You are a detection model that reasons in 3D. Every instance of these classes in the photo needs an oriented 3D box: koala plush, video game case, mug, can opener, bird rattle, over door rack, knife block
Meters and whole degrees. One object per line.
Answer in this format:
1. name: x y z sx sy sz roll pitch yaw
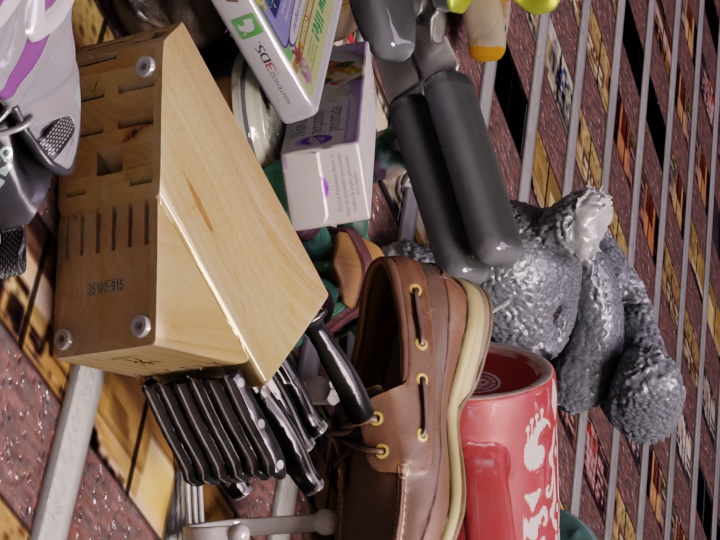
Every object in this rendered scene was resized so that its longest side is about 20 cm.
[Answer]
1. koala plush: 0.104 0.015 1.487 0.200 0.177 0.184 49 29 -61
2. video game case: -0.055 -0.197 1.071 0.182 0.022 0.200 60 25 -33
3. mug: 0.069 0.154 1.271 0.133 0.177 0.201 -10 108 -36
4. can opener: 0.033 -0.087 1.242 0.066 0.053 0.201 1 64 -47
5. bird rattle: 0.083 -0.245 1.622 0.163 0.112 0.200 84 1 -47
6. over door rack: -0.034 0.130 1.180 0.200 0.066 0.148 6 82 -72
7. knife block: -0.060 0.003 1.050 0.175 0.064 0.201 15 71 -52

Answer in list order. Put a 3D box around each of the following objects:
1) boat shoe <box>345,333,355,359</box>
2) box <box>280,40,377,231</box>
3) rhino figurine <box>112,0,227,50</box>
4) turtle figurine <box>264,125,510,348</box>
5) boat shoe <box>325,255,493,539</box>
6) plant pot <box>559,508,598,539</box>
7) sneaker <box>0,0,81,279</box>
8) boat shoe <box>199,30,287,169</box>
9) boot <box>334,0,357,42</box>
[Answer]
1. boat shoe: 0.026 0.095 1.372 0.072 0.062 0.201 15 73 -71
2. box: -0.014 -0.072 1.138 0.200 0.039 0.042 -86 167 -69
3. rhino figurine: -0.079 -0.177 1.113 0.200 0.060 0.088 -71 148 -53
4. turtle figurine: 0.000 0.000 1.251 0.200 0.100 0.150 9 56 -60
5. boat shoe: 0.012 0.086 1.135 0.067 0.072 0.201 29 60 -33
6. plant pot: 0.125 0.260 1.463 0.188 0.199 0.201 58 32 -39
7. sneaker: -0.149 -0.063 0.847 0.200 0.077 0.140 -31 116 -69
8. boat shoe: -0.066 -0.087 1.136 0.200 0.062 0.075 -73 153 -76
9. boot: -0.006 -0.249 1.324 0.200 0.072 0.167 -64 148 -50
